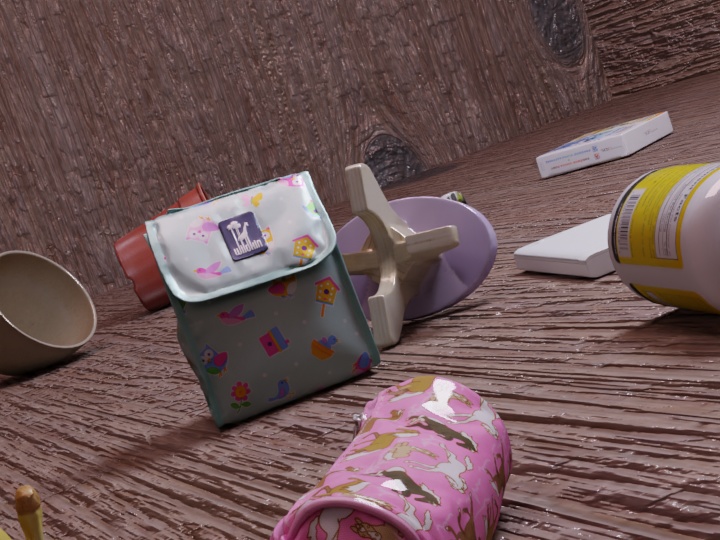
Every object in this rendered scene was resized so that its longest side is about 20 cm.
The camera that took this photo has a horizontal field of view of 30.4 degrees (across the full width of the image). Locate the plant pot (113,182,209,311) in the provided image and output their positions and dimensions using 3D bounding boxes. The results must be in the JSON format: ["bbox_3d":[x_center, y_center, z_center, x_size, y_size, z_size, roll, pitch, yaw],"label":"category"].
[{"bbox_3d":[-0.342,-0.031,2.479,0.195,0.201,0.201,-28,7,-3],"label":"plant pot"}]

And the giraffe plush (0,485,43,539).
[{"bbox_3d":[-0.271,0.191,0.707,0.200,0.173,0.162,19,32,16],"label":"giraffe plush"}]

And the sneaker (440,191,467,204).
[{"bbox_3d":[0.093,-0.058,1.884,0.085,0.075,0.200,-15,8,34],"label":"sneaker"}]

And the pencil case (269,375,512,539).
[{"bbox_3d":[0.020,0.116,0.648,0.086,0.083,0.200,-16,8,17],"label":"pencil case"}]

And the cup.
[{"bbox_3d":[-0.552,0.088,2.155,0.143,0.200,0.200,-45,-7,28],"label":"cup"}]

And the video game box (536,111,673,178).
[{"bbox_3d":[0.445,-0.229,2.409,0.182,0.047,0.200,-11,11,39],"label":"video game box"}]

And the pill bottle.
[{"bbox_3d":[0.265,-0.023,0.952,0.111,0.111,0.200,-20,7,-11],"label":"pill bottle"}]

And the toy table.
[{"bbox_3d":[0.029,-0.012,1.362,0.200,0.184,0.117,-26,-13,22],"label":"toy table"}]

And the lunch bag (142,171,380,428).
[{"bbox_3d":[-0.094,0.021,1.229,0.170,0.200,0.122,-19,6,-9],"label":"lunch bag"}]

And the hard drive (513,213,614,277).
[{"bbox_3d":[0.256,-0.028,1.394,0.132,0.026,0.200,-21,7,-12],"label":"hard drive"}]
